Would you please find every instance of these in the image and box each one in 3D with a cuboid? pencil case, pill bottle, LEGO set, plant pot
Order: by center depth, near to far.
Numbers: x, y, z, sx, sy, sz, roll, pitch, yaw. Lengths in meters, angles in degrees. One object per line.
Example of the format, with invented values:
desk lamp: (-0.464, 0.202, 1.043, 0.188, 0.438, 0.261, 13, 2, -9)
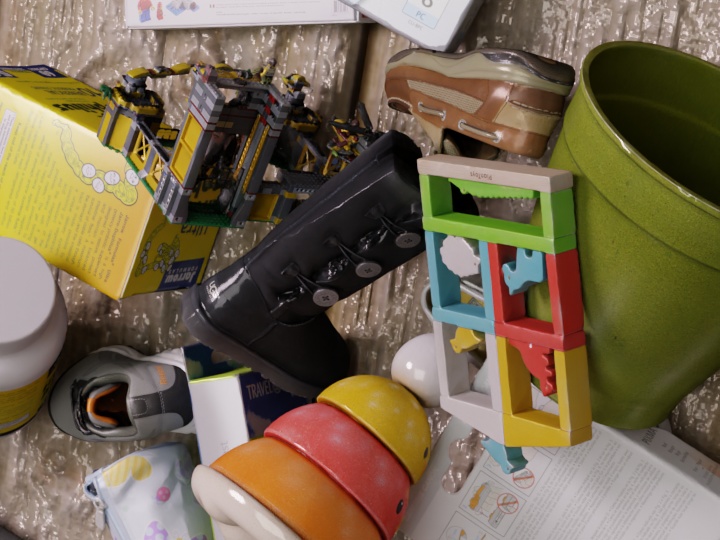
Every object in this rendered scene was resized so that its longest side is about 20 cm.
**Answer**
plant pot: (0.187, -0.009, 1.287, 0.200, 0.200, 0.193, 40, 123, 19)
LEGO set: (-0.073, -0.108, 1.390, 0.116, 0.199, 0.154, -67, 31, 26)
pill bottle: (-0.278, 0.049, 1.512, 0.111, 0.111, 0.200, 58, 158, 11)
pencil case: (-0.135, 0.228, 1.519, 0.083, 0.091, 0.200, -30, 81, 27)

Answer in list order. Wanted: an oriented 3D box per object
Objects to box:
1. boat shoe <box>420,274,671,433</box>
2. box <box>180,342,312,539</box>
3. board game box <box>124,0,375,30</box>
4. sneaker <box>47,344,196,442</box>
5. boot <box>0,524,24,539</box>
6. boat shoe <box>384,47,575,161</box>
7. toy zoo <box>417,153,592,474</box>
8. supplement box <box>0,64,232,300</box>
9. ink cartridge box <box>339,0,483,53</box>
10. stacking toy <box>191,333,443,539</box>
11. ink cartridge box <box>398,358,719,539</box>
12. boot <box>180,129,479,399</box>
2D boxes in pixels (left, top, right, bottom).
boat shoe: (0.119, 0.068, 1.373, 0.202, 0.086, 0.075, 44, 112, 18)
box: (-0.070, 0.145, 1.458, 0.048, 0.122, 0.201, -9, 91, 22)
board game box: (-0.084, -0.242, 1.482, 0.199, 0.035, 0.127, 2, 96, 28)
sneaker: (-0.188, 0.095, 1.522, 0.200, 0.079, 0.074, -10, 90, 53)
boot: (-0.296, 0.210, 1.613, 0.200, 0.072, 0.182, 33, 122, 29)
boat shoe: (0.068, -0.106, 1.342, 0.200, 0.075, 0.074, -171, 91, -67)
toy zoo: (0.091, 0.031, 1.272, 0.131, 0.020, 0.201, 11, 112, 53)
supplement box: (-0.211, -0.071, 1.523, 0.200, 0.109, 0.110, 27, 106, 23)
ink cartridge box: (0.038, -0.270, 1.384, 0.160, 0.047, 0.200, 30, 104, 9)
stacking toy: (-0.001, 0.119, 1.341, 0.146, 0.146, 0.200, 37, 77, 20)
ink cartridge box: (0.142, 0.162, 1.364, 0.200, 0.050, 0.162, 34, 116, 11)
boot: (-0.001, 0.000, 1.394, 0.200, 0.165, 0.066, -39, 55, 22)
